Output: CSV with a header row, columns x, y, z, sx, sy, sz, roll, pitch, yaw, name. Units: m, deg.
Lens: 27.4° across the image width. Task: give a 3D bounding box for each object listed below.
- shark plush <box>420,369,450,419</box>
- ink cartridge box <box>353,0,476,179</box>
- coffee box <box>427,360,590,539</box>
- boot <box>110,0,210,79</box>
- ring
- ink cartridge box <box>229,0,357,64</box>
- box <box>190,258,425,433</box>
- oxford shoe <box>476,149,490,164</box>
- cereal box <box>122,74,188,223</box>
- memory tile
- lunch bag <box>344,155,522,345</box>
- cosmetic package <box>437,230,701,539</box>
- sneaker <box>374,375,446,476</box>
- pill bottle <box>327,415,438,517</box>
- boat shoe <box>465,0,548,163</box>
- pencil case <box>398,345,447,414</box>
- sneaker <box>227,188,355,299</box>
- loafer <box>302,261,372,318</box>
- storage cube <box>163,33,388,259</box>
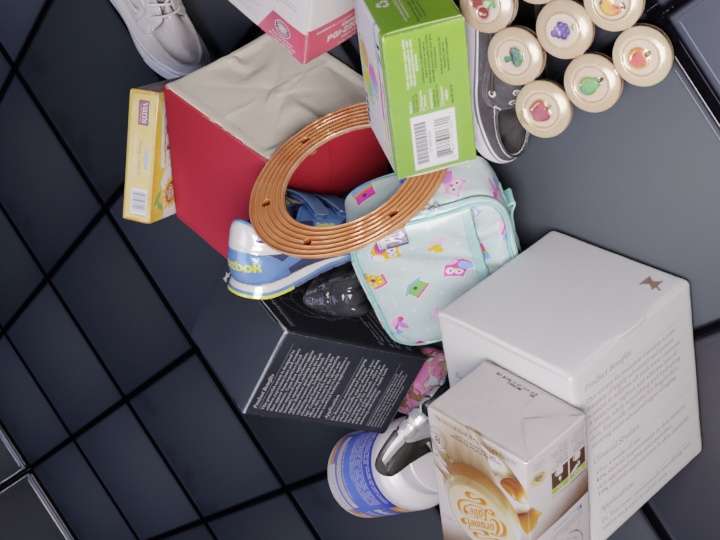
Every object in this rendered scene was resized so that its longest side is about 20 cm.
x,y,z,sx,sy,sz,roll,pitch,yaw,name
0.134,0.103,1.433,0.090,0.200,0.084,-8,99,30,shark plush
0.033,-0.200,1.316,0.200,0.075,0.149,-115,13,-50,ink cartridge box
0.132,0.195,1.285,0.114,0.080,0.201,27,140,39,coffee box
-0.240,-0.311,1.703,0.200,0.073,0.096,51,157,13,boot
-0.009,-0.083,1.356,0.200,0.201,0.019,24,154,44,ring
-0.065,-0.325,1.414,0.146,0.085,0.201,43,150,24,ink cartridge box
-0.057,0.083,1.607,0.108,0.199,0.149,-61,41,18,box
0.098,-0.109,1.412,0.084,0.073,0.200,25,141,-5,oxford shoe
-0.197,-0.143,1.647,0.039,0.200,0.145,11,106,18,cereal box
0.153,-0.218,1.195,0.153,0.017,0.201,-25,98,36,memory tile
0.078,-0.017,1.405,0.200,0.159,0.078,66,-166,-50,lunch bag
0.196,0.105,1.354,0.166,0.167,0.201,24,137,43,cosmetic package
0.114,0.164,1.534,0.115,0.200,0.075,43,-176,7,sneaker
0.048,0.233,1.762,0.113,0.112,0.200,58,152,-3,pill bottle
0.134,-0.178,1.281,0.066,0.070,0.201,28,132,42,boat shoe
0.062,0.128,1.673,0.083,0.087,0.199,38,166,-36,pencil case
-0.049,-0.045,1.438,0.074,0.199,0.083,16,126,42,sneaker
0.000,0.000,1.534,0.070,0.200,0.069,-2,105,21,loafer
-0.085,-0.120,1.559,0.200,0.170,0.181,37,144,33,storage cube
